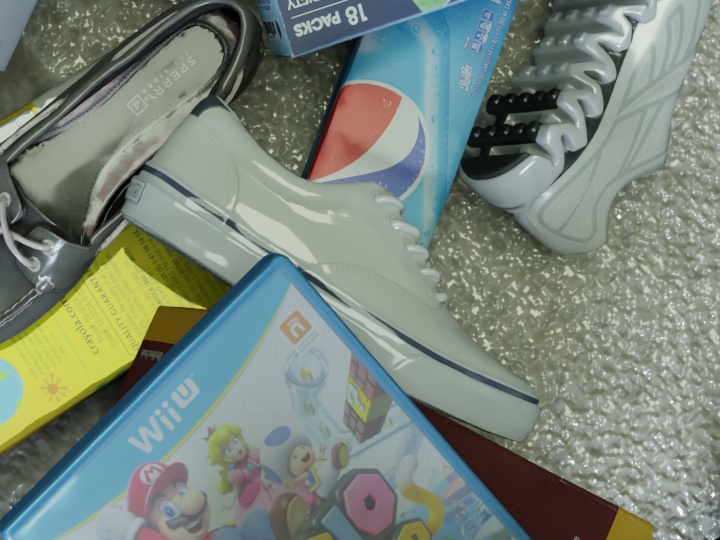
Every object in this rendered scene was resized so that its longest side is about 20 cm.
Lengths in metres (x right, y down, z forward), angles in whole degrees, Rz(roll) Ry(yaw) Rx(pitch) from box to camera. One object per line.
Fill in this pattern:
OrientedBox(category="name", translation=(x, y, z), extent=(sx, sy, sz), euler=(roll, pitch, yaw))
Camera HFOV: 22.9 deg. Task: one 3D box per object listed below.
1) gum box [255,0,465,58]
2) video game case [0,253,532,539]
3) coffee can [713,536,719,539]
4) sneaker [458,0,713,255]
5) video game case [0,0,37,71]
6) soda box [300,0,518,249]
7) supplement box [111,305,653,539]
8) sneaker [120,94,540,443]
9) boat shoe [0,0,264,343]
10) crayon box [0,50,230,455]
OrientedBox(category="gum box", translation=(0.015, -0.213, 0.760), extent=(0.169, 0.045, 0.201), euler=(-19, 103, -11))
OrientedBox(category="video game case", translation=(-0.016, 0.115, 0.661), extent=(0.143, 0.018, 0.200), euler=(-45, 105, -15))
OrientedBox(category="coffee can", translation=(0.267, 0.080, 0.802), extent=(0.146, 0.146, 0.201), euler=(32, 80, -3))
OrientedBox(category="sneaker", translation=(0.126, -0.097, 0.851), extent=(0.081, 0.075, 0.201), euler=(44, 72, -27))
OrientedBox(category="video game case", translation=(-0.206, -0.202, 0.786), extent=(0.199, 0.045, 0.182), euler=(21, 81, 21))
OrientedBox(category="soda box", translation=(0.009, -0.049, 0.823), extent=(0.064, 0.068, 0.201), euler=(21, 81, -6))
OrientedBox(category="supplement box", translation=(-0.023, 0.147, 0.739), extent=(0.199, 0.133, 0.198), euler=(28, 80, -19))
OrientedBox(category="sneaker", translation=(0.000, 0.000, 0.738), extent=(0.199, 0.073, 0.071), euler=(33, 87, -12))
OrientedBox(category="boat shoe", translation=(-0.119, -0.047, 0.760), extent=(0.067, 0.057, 0.200), euler=(44, 80, -1))
OrientedBox(category="crayon box", translation=(-0.161, 0.007, 0.803), extent=(0.199, 0.051, 0.127), euler=(-32, 89, -11))
